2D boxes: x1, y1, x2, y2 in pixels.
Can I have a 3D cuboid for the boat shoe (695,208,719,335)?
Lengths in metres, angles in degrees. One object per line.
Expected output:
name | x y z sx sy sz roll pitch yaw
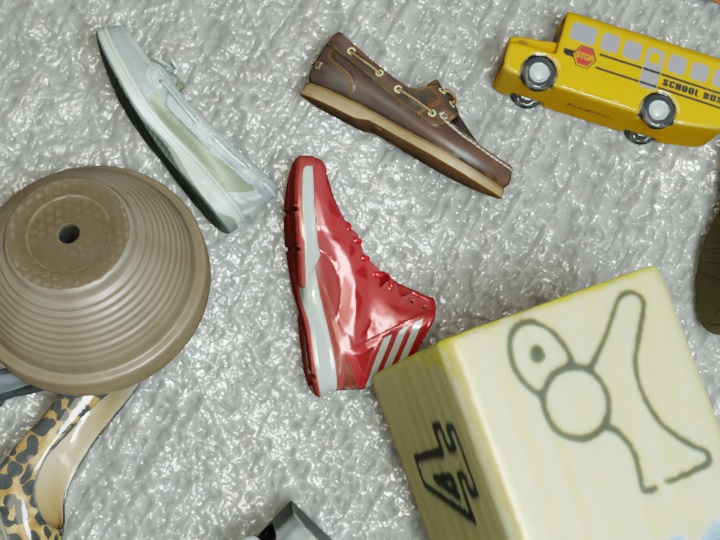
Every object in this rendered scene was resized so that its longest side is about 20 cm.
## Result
boat shoe | 0.342 -0.040 1.097 0.066 0.072 0.203 13 88 -34

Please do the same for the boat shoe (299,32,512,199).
boat shoe | 0.047 -0.134 1.097 0.199 0.070 0.071 30 86 2

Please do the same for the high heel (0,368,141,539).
high heel | -0.224 0.158 1.044 0.141 0.071 0.202 -14 74 2

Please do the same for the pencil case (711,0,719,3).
pencil case | 0.395 -0.266 1.122 0.198 0.087 0.088 9 82 -2

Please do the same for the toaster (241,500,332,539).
toaster | -0.052 0.313 1.008 0.200 0.119 0.181 44 84 4

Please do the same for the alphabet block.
alphabet block | 0.146 0.133 0.984 0.194 0.196 0.202 -17 82 -20

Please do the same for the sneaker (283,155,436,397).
sneaker | 0.000 0.000 1.085 0.114 0.078 0.202 -6 94 -11

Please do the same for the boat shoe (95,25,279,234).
boat shoe | -0.151 -0.127 1.091 0.065 0.074 0.203 -37 89 -13

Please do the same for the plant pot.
plant pot | -0.223 -0.009 1.032 0.199 0.093 0.203 0 64 0

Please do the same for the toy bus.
toy bus | 0.220 -0.164 1.110 0.198 0.065 0.079 18 81 0
